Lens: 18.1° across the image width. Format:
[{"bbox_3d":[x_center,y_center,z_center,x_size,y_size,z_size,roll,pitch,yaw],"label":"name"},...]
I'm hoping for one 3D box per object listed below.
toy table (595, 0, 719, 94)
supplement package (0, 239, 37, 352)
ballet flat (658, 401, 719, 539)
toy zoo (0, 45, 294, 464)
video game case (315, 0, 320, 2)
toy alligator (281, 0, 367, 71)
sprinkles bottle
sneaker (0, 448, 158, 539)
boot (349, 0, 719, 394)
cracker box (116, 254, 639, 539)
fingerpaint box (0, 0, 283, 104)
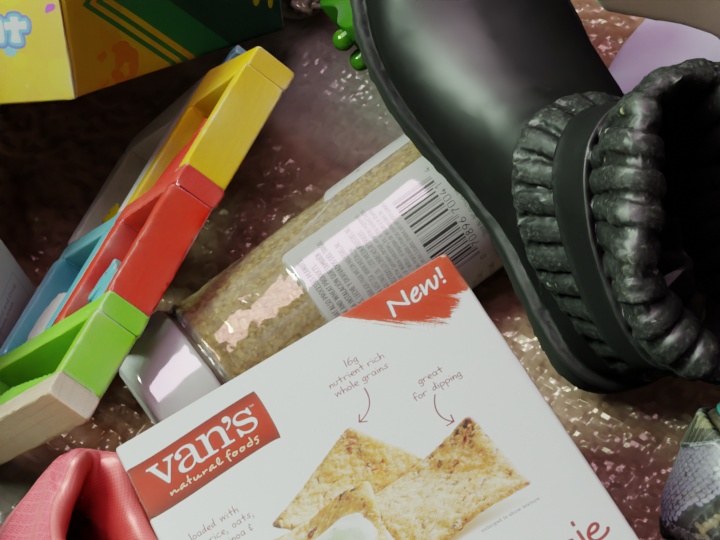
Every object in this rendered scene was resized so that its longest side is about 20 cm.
[{"bbox_3d":[0.176,-0.118,0.867,0.200,0.117,0.184,-35,49,-8],"label":"toy table"},{"bbox_3d":[-0.236,-0.008,0.895,0.117,0.200,0.117,7,57,26],"label":"supplement package"},{"bbox_3d":[0.170,0.123,0.735,0.072,0.072,0.200,-40,51,-10],"label":"ballet flat"},{"bbox_3d":[-0.092,-0.014,0.907,0.131,0.020,0.200,-26,31,59],"label":"toy zoo"},{"bbox_3d":[0.008,-0.202,1.050,0.199,0.036,0.182,14,61,30],"label":"video game case"},{"bbox_3d":[0.016,-0.105,0.942,0.199,0.059,0.054,0,51,48],"label":"toy alligator"},{"bbox_3d":[0.000,0.000,0.882,0.200,0.068,0.068,-36,50,-8],"label":"sprinkles bottle"},{"bbox_3d":[-0.090,0.140,0.748,0.087,0.073,0.201,-61,34,31],"label":"sneaker"},{"bbox_3d":[0.074,-0.053,0.780,0.079,0.158,0.212,-32,87,-8],"label":"boot"},{"bbox_3d":[0.020,0.105,0.723,0.134,0.058,0.200,-31,49,-3],"label":"cracker box"},{"bbox_3d":[-0.160,-0.115,0.962,0.199,0.074,0.167,-1,14,28],"label":"fingerpaint box"}]
